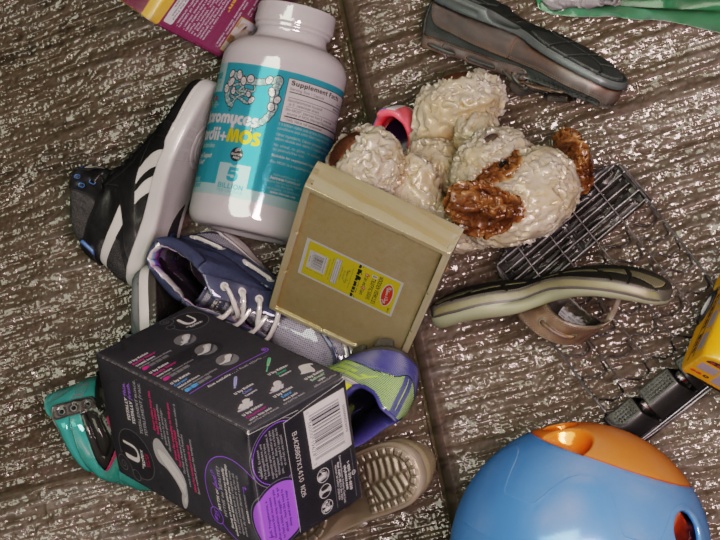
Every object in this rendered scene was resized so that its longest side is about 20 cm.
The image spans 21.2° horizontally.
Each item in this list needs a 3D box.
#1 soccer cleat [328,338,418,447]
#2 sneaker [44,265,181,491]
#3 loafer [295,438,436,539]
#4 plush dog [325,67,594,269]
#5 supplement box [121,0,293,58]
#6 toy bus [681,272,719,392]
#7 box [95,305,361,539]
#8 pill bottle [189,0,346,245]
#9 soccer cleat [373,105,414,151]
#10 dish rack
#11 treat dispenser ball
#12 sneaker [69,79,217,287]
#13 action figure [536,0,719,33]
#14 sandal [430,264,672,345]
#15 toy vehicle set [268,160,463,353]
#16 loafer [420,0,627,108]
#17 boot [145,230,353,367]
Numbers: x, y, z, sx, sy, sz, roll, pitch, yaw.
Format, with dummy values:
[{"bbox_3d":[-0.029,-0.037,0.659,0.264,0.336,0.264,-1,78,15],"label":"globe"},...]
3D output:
[{"bbox_3d":[-0.035,0.121,1.600,0.200,0.065,0.084,-26,35,38],"label":"soccer cleat"},{"bbox_3d":[-0.219,0.096,1.699,0.120,0.084,0.201,-2,90,14],"label":"sneaker"},{"bbox_3d":[-0.015,0.188,1.619,0.199,0.068,0.076,-16,84,35],"label":"loafer"},{"bbox_3d":[0.094,-0.062,1.538,0.171,0.200,0.161,6,118,43],"label":"plush dog"},{"bbox_3d":[-0.138,-0.269,1.659,0.103,0.200,0.131,36,96,22],"label":"supplement box"},{"bbox_3d":[0.314,0.002,1.472,0.065,0.078,0.200,28,70,0],"label":"toy bus"},{"bbox_3d":[-0.108,0.126,1.559,0.200,0.106,0.123,22,129,43],"label":"box"},{"bbox_3d":[-0.076,-0.128,1.663,0.110,0.111,0.201,10,86,22],"label":"pill bottle"},{"bbox_3d":[0.016,-0.042,1.633,0.068,0.073,0.201,11,87,21],"label":"soccer cleat"},{"bbox_3d":[0.212,0.022,1.560,0.153,0.055,0.200,-40,69,10],"label":"dish rack"},{"bbox_3d":[0.168,0.216,1.468,0.200,0.201,0.202,-3,81,21],"label":"treat dispenser ball"},{"bbox_3d":[-0.202,-0.092,1.715,0.112,0.073,0.201,27,104,23],"label":"sneaker"},{"bbox_3d":[0.213,-0.251,1.601,0.199,0.055,0.119,0,85,26],"label":"action figure"},{"bbox_3d":[0.153,0.032,1.521,0.200,0.080,0.058,-9,94,28],"label":"sandal"},{"bbox_3d":[0.000,0.000,1.537,0.124,0.200,0.027,26,59,3],"label":"toy vehicle set"},{"bbox_3d":[0.135,-0.178,1.619,0.200,0.072,0.063,34,113,29],"label":"loafer"},{"bbox_3d":[-0.095,0.038,1.650,0.200,0.090,0.073,36,111,24],"label":"boot"}]
